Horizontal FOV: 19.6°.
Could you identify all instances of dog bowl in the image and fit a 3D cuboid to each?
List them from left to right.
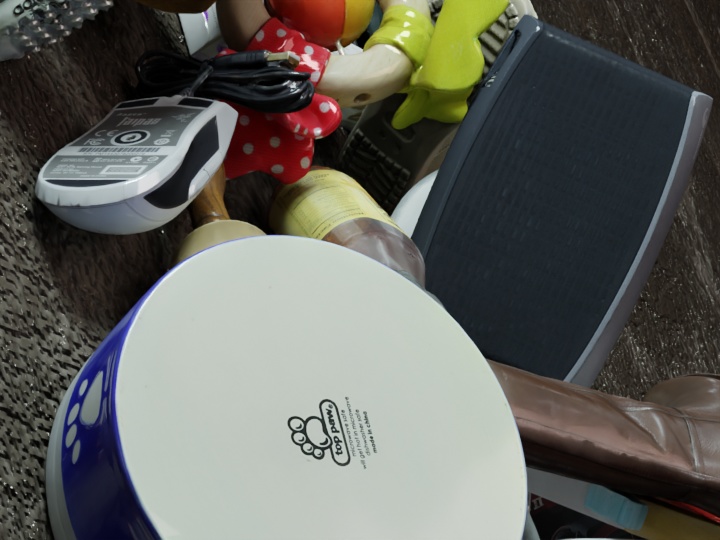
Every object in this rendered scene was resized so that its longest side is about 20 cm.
[{"bbox_3d":[-0.030,0.088,0.905,0.199,0.079,0.201,16,54,-22],"label":"dog bowl"}]

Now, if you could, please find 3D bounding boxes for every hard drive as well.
[{"bbox_3d":[0.106,-0.034,1.178,0.134,0.201,0.042,25,-3,4],"label":"hard drive"}]

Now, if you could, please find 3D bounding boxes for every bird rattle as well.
[{"bbox_3d":[-0.022,-0.134,1.221,0.113,0.199,0.164,100,-30,-58],"label":"bird rattle"}]

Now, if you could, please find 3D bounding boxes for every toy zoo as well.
[{"bbox_3d":[0.149,0.121,1.145,0.131,0.021,0.200,20,5,6],"label":"toy zoo"}]

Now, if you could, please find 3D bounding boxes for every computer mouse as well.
[{"bbox_3d":[-0.101,-0.061,1.059,0.200,0.109,0.044,-52,140,-56],"label":"computer mouse"}]

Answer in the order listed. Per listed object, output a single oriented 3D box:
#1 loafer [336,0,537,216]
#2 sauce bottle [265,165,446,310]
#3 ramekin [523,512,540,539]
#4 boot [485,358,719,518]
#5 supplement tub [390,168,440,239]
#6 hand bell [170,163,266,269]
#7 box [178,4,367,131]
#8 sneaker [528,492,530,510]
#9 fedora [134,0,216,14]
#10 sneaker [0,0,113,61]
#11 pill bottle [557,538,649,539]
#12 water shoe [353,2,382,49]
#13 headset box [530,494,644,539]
[{"bbox_3d":[0.052,-0.116,1.332,0.076,0.200,0.068,46,41,8],"label":"loafer"},{"bbox_3d":[0.000,0.000,1.149,0.066,0.066,0.200,52,0,-28],"label":"sauce bottle"},{"bbox_3d":[0.020,0.149,1.061,0.201,0.097,0.201,51,23,-31],"label":"ramekin"},{"bbox_3d":[0.115,0.075,1.095,0.199,0.065,0.186,12,5,-17],"label":"boot"},{"bbox_3d":[0.075,0.001,1.299,0.200,0.122,0.123,57,7,-85],"label":"supplement tub"},{"bbox_3d":[-0.077,-0.021,1.087,0.104,0.104,0.200,49,12,-35],"label":"hand bell"},{"bbox_3d":[-0.039,-0.133,1.327,0.200,0.039,0.042,19,46,-56],"label":"box"},{"bbox_3d":[0.059,0.143,1.215,0.081,0.075,0.201,16,49,-52],"label":"sneaker"},{"bbox_3d":[-0.105,-0.196,1.113,0.200,0.200,0.082,37,59,-50],"label":"fedora"},{"bbox_3d":[-0.118,-0.192,1.011,0.100,0.200,0.070,60,-2,8],"label":"sneaker"},{"bbox_3d":[0.151,0.250,1.145,0.114,0.114,0.201,21,68,-61],"label":"pill bottle"},{"bbox_3d":[0.045,-0.095,1.455,0.200,0.079,0.072,55,22,-21],"label":"water shoe"},{"bbox_3d":[0.168,0.198,1.293,0.075,0.148,0.201,34,34,-55],"label":"headset box"}]
